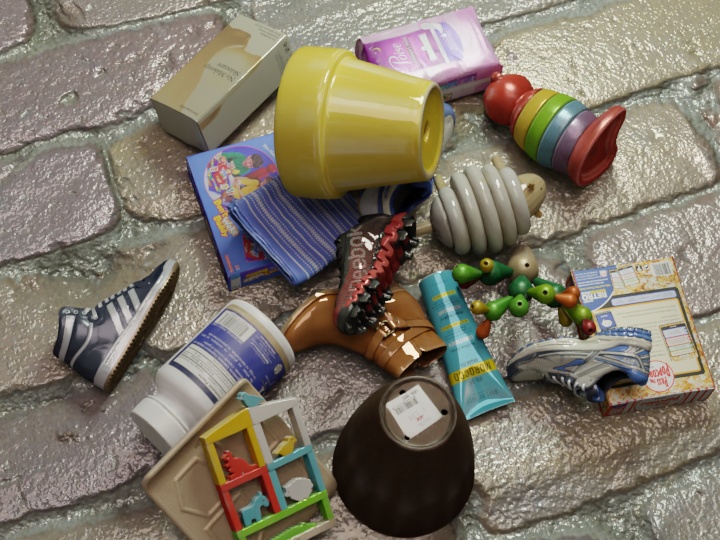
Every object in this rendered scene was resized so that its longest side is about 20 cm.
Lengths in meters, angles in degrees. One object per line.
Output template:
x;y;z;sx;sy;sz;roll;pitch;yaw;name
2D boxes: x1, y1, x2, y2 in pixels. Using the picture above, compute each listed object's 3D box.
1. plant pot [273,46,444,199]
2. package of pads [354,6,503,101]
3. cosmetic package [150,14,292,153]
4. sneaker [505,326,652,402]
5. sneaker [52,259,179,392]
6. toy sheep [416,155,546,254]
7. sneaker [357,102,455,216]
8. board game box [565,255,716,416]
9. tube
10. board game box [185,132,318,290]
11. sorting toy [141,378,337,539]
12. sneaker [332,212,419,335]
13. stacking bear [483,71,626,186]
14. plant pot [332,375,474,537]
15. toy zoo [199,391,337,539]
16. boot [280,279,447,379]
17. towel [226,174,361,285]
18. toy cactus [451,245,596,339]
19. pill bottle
0.006;-0.191;1.675;0.188;0.201;0.202;6;62;18;plant pot
0.100;-0.312;1.888;0.199;0.076;0.121;-17;63;-12;package of pads
-0.197;-0.273;1.839;0.105;0.071;0.200;26;63;30;cosmetic package
0.283;0.130;1.646;0.199;0.077;0.086;-13;71;27;sneaker
-0.329;0.052;1.683;0.108;0.070;0.201;27;68;8;sneaker
0.163;-0.085;1.752;0.199;0.138;0.139;-21;65;2;toy sheep
0.083;-0.139;1.759;0.201;0.075;0.088;-57;38;-2;sneaker
0.377;0.087;1.719;0.150;0.046;0.201;-8;64;-7;board game box
0.135;0.099;1.703;0.077;0.050;0.201;-22;71;3;tube
-0.152;-0.085;1.775;0.134;0.045;0.201;-16;66;-11;board game box
-0.148;0.264;1.561;0.185;0.036;0.200;-45;108;-22;sorting toy
0.000;0.000;1.664;0.097;0.071;0.201;13;55;22;sneaker
0.267;-0.218;1.838;0.200;0.122;0.114;35;59;24;stacking bear
0.060;0.209;1.553;0.185;0.200;0.188;1;63;-2;plant pot
-0.116;0.243;1.546;0.131;0.020;0.201;-22;97;-27;toy zoo
0.003;0.091;1.673;0.199;0.074;0.155;-30;62;-21;boot
-0.076;-0.074;1.732;0.145;0.024;0.200;48;45;5;towel
0.220;0.026;1.710;0.199;0.103;0.165;10;30;3;toy cactus
-0.191;0.144;1.616;0.120;0.120;0.200;40;68;16;pill bottle
